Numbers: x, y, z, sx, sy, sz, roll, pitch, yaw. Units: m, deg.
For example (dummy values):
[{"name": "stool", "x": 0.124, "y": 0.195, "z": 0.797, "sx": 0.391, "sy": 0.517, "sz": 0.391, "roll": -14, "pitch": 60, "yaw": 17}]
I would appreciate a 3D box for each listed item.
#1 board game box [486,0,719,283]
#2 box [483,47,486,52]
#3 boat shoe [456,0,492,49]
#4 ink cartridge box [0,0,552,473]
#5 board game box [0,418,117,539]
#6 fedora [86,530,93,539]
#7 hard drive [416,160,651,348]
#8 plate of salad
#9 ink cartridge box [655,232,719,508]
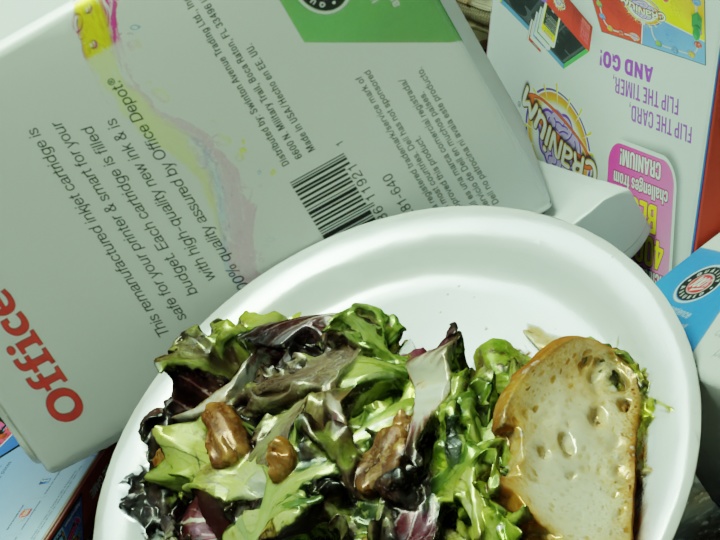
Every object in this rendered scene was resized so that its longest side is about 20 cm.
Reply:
[{"name": "board game box", "x": 0.099, "y": -0.099, "z": 0.933, "sx": 0.040, "sy": 0.200, "sz": 0.153, "roll": -7, "pitch": 27, "yaw": -25}, {"name": "box", "x": 0.137, "y": -0.095, "z": 1.165, "sx": 0.148, "sy": 0.104, "sz": 0.200, "roll": -43, "pitch": 19, "yaw": -20}, {"name": "boat shoe", "x": 0.067, "y": -0.130, "z": 1.105, "sx": 0.071, "sy": 0.065, "sz": 0.200, "roll": -44, "pitch": 19, "yaw": -21}, {"name": "ink cartridge box", "x": -0.058, "y": -0.046, "z": 0.922, "sx": 0.200, "sy": 0.145, "sz": 0.084, "roll": -28, "pitch": 24, "yaw": 7}, {"name": "board game box", "x": -0.136, "y": 0.081, "z": 1.002, "sx": 0.103, "sy": 0.019, "sz": 0.200, "roll": -10, "pitch": 26, "yaw": 23}, {"name": "fedora", "x": 0.000, "y": 0.090, "z": 0.960, "sx": 0.200, "sy": 0.090, "sz": 0.177, "roll": -32, "pitch": 18, "yaw": 2}, {"name": "hard drive", "x": 0.000, "y": 0.000, "z": 0.976, "sx": 0.132, "sy": 0.026, "sz": 0.200, "roll": -38, "pitch": 24, "yaw": -15}, {"name": "plate of salad", "x": 0.004, "y": 0.055, "z": 0.821, "sx": 0.200, "sy": 0.048, "sz": 0.200, "roll": -15, "pitch": 49, "yaw": 18}, {"name": "ink cartridge box", "x": 0.195, "y": -0.001, "z": 0.843, "sx": 0.200, "sy": 0.084, "sz": 0.146, "roll": -39, "pitch": 17, "yaw": -9}]
